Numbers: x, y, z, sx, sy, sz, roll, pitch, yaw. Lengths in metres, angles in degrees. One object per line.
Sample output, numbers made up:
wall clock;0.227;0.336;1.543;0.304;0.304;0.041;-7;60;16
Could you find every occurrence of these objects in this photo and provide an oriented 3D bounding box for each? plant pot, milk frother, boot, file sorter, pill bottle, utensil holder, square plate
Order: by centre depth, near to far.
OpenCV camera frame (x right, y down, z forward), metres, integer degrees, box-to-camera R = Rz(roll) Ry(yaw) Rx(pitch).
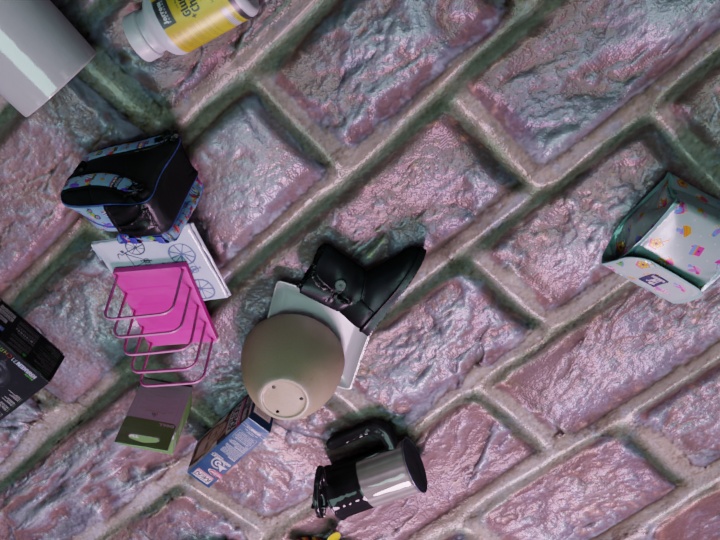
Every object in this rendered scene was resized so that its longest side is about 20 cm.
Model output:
pill bottle;-0.267;-0.408;1.478;0.200;0.112;0.112;-25;115;16
utensil holder;-0.544;-0.369;1.491;0.170;0.170;0.200;-34;114;20
boot;0.000;0.000;1.705;0.168;0.076;0.200;35;105;-6
file sorter;-0.361;0.103;1.706;0.139;0.125;0.200;-5;133;10
plant pot;-0.134;0.201;1.763;0.200;0.134;0.200;2;119;3
square plate;-0.086;0.122;1.808;0.200;0.028;0.198;16;120;-5
milk frother;0.010;0.416;1.868;0.188;0.200;0.181;-23;111;15

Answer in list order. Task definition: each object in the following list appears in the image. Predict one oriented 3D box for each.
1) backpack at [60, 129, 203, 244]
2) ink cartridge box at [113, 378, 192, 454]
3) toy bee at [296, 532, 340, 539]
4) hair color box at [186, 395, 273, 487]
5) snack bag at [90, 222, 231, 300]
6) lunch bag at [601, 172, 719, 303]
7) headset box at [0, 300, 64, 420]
backpack;-0.395;-0.135;1.608;0.200;0.183;0.135;-2;137;21
ink cartridge box;-0.399;0.297;1.829;0.104;0.200;0.059;11;119;-1
toy bee;-0.048;0.637;2.063;0.200;0.109;0.131;41;125;10
hair color box;-0.258;0.336;1.898;0.061;0.100;0.200;39;114;-16
snack bag;-0.358;-0.002;1.706;0.200;0.021;0.189;-10;133;15
lunch bag;0.536;-0.040;1.623;0.170;0.122;0.200;26;126;-13
headset box;-0.720;0.188;1.854;0.200;0.093;0.174;-35;111;21
